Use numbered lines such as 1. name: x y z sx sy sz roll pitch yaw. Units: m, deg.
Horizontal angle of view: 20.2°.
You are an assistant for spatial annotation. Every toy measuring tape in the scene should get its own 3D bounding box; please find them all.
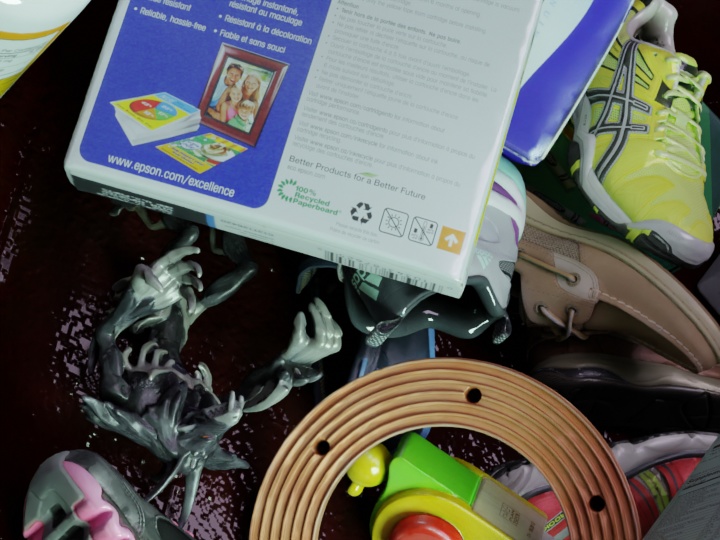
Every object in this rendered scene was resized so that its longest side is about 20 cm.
1. toy measuring tape: 0.072 0.157 1.074 0.200 0.074 0.074 34 50 -4

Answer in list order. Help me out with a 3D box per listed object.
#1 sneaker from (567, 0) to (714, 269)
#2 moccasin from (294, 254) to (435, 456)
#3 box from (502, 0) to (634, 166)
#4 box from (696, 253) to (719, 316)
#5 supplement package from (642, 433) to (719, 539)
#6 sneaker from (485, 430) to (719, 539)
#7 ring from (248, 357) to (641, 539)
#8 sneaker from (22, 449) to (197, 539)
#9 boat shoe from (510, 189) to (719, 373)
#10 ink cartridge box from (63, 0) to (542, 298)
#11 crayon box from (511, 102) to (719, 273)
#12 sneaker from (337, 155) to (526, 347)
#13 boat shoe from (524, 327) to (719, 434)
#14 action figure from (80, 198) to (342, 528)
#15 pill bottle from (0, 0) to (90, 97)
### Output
1. sneaker: 0.164 -0.085 1.158 0.075 0.076 0.200 22 37 -33
2. moccasin: 0.000 0.000 1.105 0.068 0.080 0.200 9 61 -37
3. box: 0.032 -0.148 1.096 0.200 0.184 0.105 29 94 0
4. box: 0.348 0.029 1.301 0.200 0.152 0.106 49 47 -6
5. supplement package: 0.253 0.169 0.979 0.191 0.147 0.200 53 50 -9
6. sneaker: 0.152 0.141 1.163 0.200 0.077 0.085 -6 82 -31
7. ring: 0.042 0.144 1.021 0.019 0.200 0.201 32 34 -77
8. sneaker: -0.082 0.160 0.973 0.200 0.079 0.095 55 43 -10
9. boat shoe: 0.118 0.011 1.149 0.200 0.071 0.065 32 76 31
10. ink cartridge box: -0.019 -0.109 0.977 0.197 0.047 0.200 16 75 4
11. crayon box: 0.143 -0.098 1.277 0.200 0.058 0.119 44 49 -10
12. sneaker: -0.002 -0.023 1.009 0.200 0.078 0.140 20 48 -19
13. boat shoe: 0.185 0.058 1.219 0.200 0.076 0.074 14 54 -31
14. action figure: -0.081 0.026 1.020 0.119 0.102 0.200 23 53 -40
15. pill bottle: -0.188 -0.147 0.961 0.111 0.200 0.111 17 58 -29
